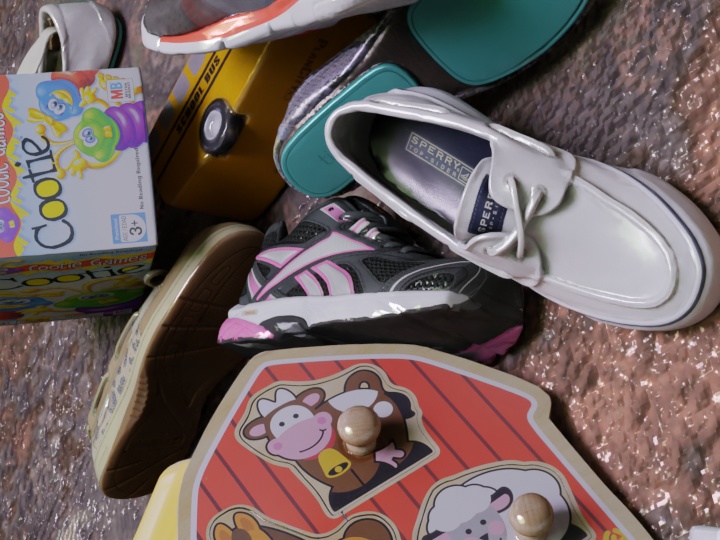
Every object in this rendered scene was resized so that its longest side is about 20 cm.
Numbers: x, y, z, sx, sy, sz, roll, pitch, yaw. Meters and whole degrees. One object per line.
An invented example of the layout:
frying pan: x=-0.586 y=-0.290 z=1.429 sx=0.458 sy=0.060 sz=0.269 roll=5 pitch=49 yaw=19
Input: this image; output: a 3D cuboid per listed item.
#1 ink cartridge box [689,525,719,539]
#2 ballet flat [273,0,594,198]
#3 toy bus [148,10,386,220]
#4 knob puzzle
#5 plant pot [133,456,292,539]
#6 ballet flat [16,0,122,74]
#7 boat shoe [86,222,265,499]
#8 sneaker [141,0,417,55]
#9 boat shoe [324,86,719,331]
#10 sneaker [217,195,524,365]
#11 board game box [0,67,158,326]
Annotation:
ink cartridge box: x=0.203 y=0.151 z=0.565 sx=0.199 sy=0.059 sz=0.105 roll=-1 pitch=81 yaw=51
ballet flat: x=0.035 y=-0.113 z=0.824 sx=0.200 sy=0.072 sz=0.073 roll=-35 pitch=56 yaw=27
toy bus: x=-0.049 y=-0.121 z=0.934 sx=0.201 sy=0.065 sz=0.079 roll=-58 pitch=42 yaw=26
knob puzzle: x=0.004 y=0.097 z=0.729 sx=0.031 sy=0.218 sz=0.220 roll=83 pitch=162 yaw=-48
plant pot: x=-0.051 y=0.200 z=0.782 sx=0.200 sy=0.200 sz=0.191 roll=-20 pitch=51 yaw=47
ballet flat: x=-0.220 y=-0.091 z=1.137 sx=0.069 sy=0.069 sz=0.202 roll=20 pitch=98 yaw=51
boat shoe: x=-0.116 y=0.046 z=0.973 sx=0.201 sy=0.073 sz=0.063 roll=-59 pitch=46 yaw=25
sneaker: x=-0.043 y=-0.156 z=0.808 sx=0.199 sy=0.077 sz=0.083 roll=-5 pitch=100 yaw=48
boat shoe: x=0.067 y=-0.026 z=0.736 sx=0.199 sy=0.065 sz=0.074 roll=25 pitch=110 yaw=33
sneaker: x=0.000 y=0.000 z=0.840 sx=0.199 sy=0.080 sz=0.087 roll=-4 pitch=68 yaw=45
board game box: x=-0.180 y=-0.038 z=0.973 sx=0.200 sy=0.102 sz=0.106 roll=132 pitch=132 yaw=-75
